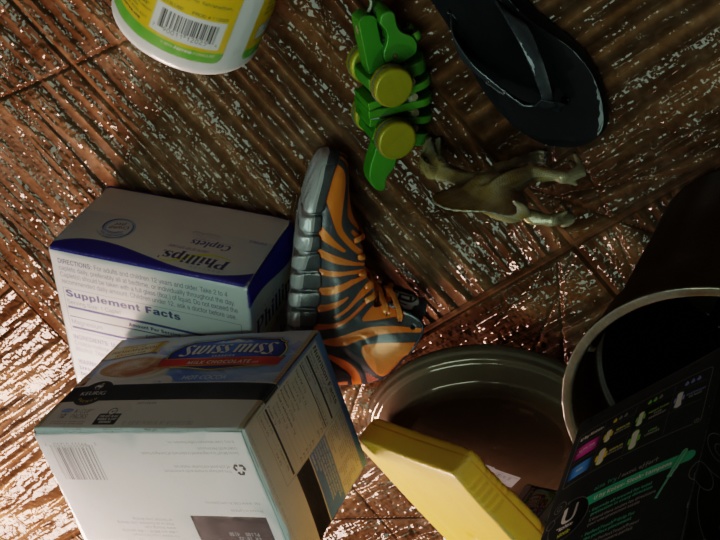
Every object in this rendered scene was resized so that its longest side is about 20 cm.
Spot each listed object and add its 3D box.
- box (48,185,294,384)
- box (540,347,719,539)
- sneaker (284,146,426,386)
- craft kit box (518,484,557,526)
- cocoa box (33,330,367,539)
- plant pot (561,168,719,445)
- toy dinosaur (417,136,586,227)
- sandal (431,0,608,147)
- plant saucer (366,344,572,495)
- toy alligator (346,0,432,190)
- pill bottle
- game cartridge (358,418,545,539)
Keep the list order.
[{"bbox_3d":[-0.148,0.048,1.152,0.183,0.105,0.201,11,128,18],"label":"box"},{"bbox_3d":[0.192,0.171,0.759,0.149,0.200,0.124,45,128,-10],"label":"box"},{"bbox_3d":[0.000,0.000,1.078,0.112,0.078,0.201,5,115,-4],"label":"sneaker"},{"bbox_3d":[0.228,0.237,1.005,0.200,0.049,0.197,38,168,-11],"label":"craft kit box"},{"bbox_3d":[-0.120,0.136,1.043,0.199,0.131,0.134,-4,119,30],"label":"cocoa box"},{"bbox_3d":[0.253,0.039,0.897,0.200,0.198,0.201,12,128,16],"label":"plant pot"},{"bbox_3d":[0.103,-0.050,0.941,0.101,0.200,0.058,-7,109,-16],"label":"toy dinosaur"},{"bbox_3d":[0.094,-0.159,0.929,0.076,0.043,0.200,-31,107,38],"label":"sandal"},{"bbox_3d":[0.104,0.136,1.109,0.199,0.030,0.200,3,136,3],"label":"plant saucer"},{"bbox_3d":[0.024,-0.151,0.966,0.054,0.059,0.201,-15,124,-16],"label":"toy alligator"},{"bbox_3d":[-0.091,-0.242,0.911,0.111,0.111,0.200,31,130,2],"label":"pill bottle"},{"bbox_3d":[0.097,0.196,1.040,0.200,0.032,0.176,49,163,-20],"label":"game cartridge"}]
